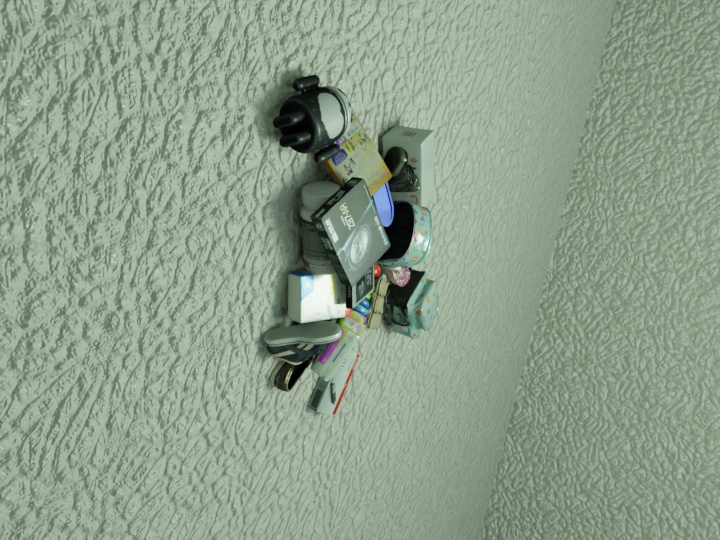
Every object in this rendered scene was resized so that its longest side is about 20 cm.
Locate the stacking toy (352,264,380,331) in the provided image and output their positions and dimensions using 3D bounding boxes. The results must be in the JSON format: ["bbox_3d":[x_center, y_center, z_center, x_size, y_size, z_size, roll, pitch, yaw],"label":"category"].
[{"bbox_3d":[0.007,0.070,1.886,0.085,0.083,0.205,46,62,-55],"label":"stacking toy"}]

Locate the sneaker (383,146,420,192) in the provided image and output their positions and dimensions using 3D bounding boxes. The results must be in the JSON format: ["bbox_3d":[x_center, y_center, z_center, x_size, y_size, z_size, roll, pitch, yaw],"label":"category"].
[{"bbox_3d":[0.114,-0.264,1.713,0.200,0.110,0.079,117,-30,-67],"label":"sneaker"}]

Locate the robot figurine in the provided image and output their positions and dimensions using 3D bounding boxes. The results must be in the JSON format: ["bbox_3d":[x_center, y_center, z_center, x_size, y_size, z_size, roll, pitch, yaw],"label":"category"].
[{"bbox_3d":[-0.101,-0.336,1.447,0.199,0.124,0.153,-34,151,-44],"label":"robot figurine"}]

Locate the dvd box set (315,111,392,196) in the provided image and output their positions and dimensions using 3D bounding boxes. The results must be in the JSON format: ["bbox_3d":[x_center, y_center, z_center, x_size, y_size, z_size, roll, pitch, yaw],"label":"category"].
[{"bbox_3d":[-0.021,-0.273,1.597,0.146,0.029,0.202,-44,110,-27],"label":"dvd box set"}]

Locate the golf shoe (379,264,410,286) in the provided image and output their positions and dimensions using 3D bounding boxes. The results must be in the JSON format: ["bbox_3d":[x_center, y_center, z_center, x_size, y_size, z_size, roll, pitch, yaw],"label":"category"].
[{"bbox_3d":[0.075,-0.044,1.938,0.075,0.090,0.204,-35,113,-27],"label":"golf shoe"}]

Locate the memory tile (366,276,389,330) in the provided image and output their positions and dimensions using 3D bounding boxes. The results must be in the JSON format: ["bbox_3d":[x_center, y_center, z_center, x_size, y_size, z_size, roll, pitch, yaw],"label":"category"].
[{"bbox_3d":[0.054,0.101,1.948,0.200,0.016,0.158,33,71,-79],"label":"memory tile"}]

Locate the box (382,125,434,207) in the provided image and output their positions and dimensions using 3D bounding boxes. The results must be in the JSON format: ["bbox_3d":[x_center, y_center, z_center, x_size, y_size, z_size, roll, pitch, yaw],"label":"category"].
[{"bbox_3d":[0.137,-0.289,1.835,0.098,0.121,0.205,-47,143,-47],"label":"box"}]

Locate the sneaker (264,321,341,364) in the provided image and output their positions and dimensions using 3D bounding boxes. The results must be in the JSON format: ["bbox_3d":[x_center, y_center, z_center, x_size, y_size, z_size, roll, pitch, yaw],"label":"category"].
[{"bbox_3d":[-0.137,0.180,1.614,0.079,0.193,0.082,-78,160,-61],"label":"sneaker"}]

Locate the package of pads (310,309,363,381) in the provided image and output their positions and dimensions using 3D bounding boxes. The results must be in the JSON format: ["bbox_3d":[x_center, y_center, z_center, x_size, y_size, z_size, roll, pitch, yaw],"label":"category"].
[{"bbox_3d":[-0.058,0.188,1.728,0.156,0.067,0.200,-55,-177,9],"label":"package of pads"}]

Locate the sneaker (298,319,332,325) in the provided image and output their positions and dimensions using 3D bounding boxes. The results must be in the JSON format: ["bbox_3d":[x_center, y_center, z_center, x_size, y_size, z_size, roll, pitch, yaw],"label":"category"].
[{"bbox_3d":[-0.123,0.112,1.723,0.199,0.069,0.084,-42,122,-43],"label":"sneaker"}]

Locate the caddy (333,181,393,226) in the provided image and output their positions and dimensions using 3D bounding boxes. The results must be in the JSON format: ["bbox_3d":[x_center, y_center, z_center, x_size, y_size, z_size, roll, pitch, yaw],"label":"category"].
[{"bbox_3d":[0.002,-0.183,1.708,0.139,0.104,0.205,-30,117,-28],"label":"caddy"}]

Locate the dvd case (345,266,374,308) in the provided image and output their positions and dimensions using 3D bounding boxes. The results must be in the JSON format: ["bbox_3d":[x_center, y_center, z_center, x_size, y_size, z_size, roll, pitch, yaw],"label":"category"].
[{"bbox_3d":[0.000,0.000,1.703,0.200,0.024,0.156,-35,126,-69],"label":"dvd case"}]

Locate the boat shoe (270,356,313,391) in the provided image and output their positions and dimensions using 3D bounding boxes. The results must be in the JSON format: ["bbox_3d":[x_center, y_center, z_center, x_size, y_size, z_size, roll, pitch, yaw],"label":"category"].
[{"bbox_3d":[-0.158,0.234,1.722,0.201,0.058,0.073,-51,144,-29],"label":"boat shoe"}]

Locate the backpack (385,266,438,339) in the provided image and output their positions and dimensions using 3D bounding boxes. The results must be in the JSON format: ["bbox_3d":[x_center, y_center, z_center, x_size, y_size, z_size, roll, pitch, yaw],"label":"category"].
[{"bbox_3d":[0.169,0.115,2.088,0.203,0.149,0.178,87,26,-47],"label":"backpack"}]

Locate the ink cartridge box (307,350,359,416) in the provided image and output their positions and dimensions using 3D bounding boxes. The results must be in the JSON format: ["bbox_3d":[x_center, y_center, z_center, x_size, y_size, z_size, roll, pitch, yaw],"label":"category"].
[{"bbox_3d":[-0.063,0.332,1.940,0.173,0.043,0.205,35,76,-56],"label":"ink cartridge box"}]

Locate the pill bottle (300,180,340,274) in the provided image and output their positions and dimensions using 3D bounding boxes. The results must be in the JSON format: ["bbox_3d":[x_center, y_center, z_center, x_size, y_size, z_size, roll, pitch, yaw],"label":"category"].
[{"bbox_3d":[-0.091,-0.105,1.595,0.113,0.112,0.206,-33,131,-44],"label":"pill bottle"}]

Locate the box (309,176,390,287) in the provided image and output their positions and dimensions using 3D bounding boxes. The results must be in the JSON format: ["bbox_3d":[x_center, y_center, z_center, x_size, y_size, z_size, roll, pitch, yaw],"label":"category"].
[{"bbox_3d":[-0.020,-0.092,1.550,0.160,0.043,0.204,-44,127,-28],"label":"box"}]

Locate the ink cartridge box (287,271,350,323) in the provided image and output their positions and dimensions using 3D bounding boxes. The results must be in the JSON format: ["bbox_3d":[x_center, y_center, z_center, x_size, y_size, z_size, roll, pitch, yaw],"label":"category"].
[{"bbox_3d":[-0.088,0.061,1.663,0.195,0.066,0.120,-6,99,-37],"label":"ink cartridge box"}]

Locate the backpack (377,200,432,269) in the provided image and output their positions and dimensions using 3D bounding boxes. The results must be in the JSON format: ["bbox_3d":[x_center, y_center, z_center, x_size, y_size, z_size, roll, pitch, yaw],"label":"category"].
[{"bbox_3d":[0.117,-0.097,1.793,0.147,0.198,0.184,13,78,-31],"label":"backpack"}]
